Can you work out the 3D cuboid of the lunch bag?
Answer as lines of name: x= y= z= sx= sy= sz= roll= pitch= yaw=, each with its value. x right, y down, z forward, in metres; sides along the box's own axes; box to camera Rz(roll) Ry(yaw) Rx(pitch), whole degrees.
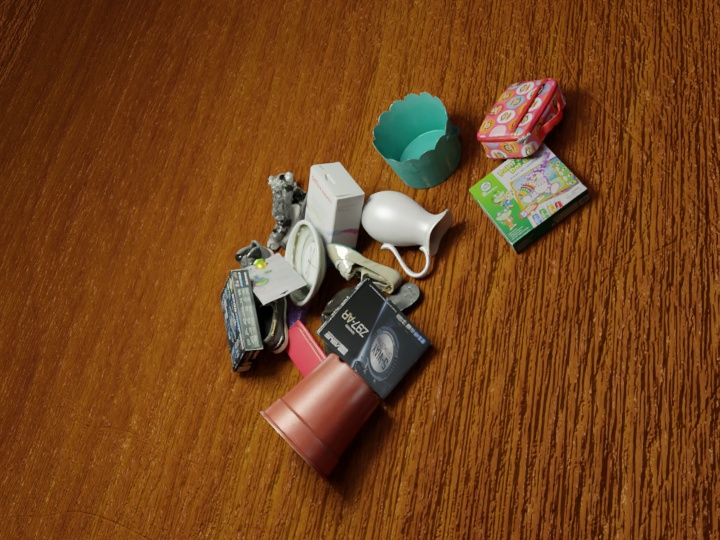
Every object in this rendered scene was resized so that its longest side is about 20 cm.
lunch bag: x=0.376 y=-0.344 z=1.681 sx=0.174 sy=0.082 sz=0.202 roll=8 pitch=56 yaw=48

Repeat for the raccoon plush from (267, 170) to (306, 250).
raccoon plush: x=-0.226 y=-0.170 z=1.970 sx=0.201 sy=0.097 sz=0.133 roll=-53 pitch=42 yaw=-7

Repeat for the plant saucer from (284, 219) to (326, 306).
plant saucer: x=-0.123 y=-0.017 z=1.761 sx=0.199 sy=0.049 sz=0.205 roll=-13 pitch=75 yaw=61

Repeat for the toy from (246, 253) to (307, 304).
toy: x=-0.209 y=0.031 z=1.775 sx=0.113 sy=0.048 sz=0.200 roll=-25 pitch=34 yaw=-15

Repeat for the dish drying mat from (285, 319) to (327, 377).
dish drying mat: x=-0.115 y=0.207 z=1.699 sx=0.077 sy=0.018 sz=0.201 roll=-51 pitch=54 yaw=15

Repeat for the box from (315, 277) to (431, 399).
box: x=0.028 y=0.142 z=1.563 sx=0.160 sy=0.200 sz=0.044 roll=-46 pitch=7 yaw=-7

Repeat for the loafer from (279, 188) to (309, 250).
loafer: x=-0.152 y=-0.143 z=1.902 sx=0.202 sy=0.072 sz=0.073 roll=-55 pitch=7 yaw=-16

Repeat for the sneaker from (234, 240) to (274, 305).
sneaker: x=-0.290 y=0.015 z=1.875 sx=0.074 sy=0.116 sz=0.204 roll=-1 pitch=61 yaw=30

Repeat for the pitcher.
pitcher: x=0.095 y=-0.087 z=1.713 sx=0.197 sy=0.121 sz=0.175 roll=20 pitch=86 yaw=26

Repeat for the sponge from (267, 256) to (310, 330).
sponge: x=-0.169 y=0.056 z=1.833 sx=0.109 sy=0.030 sz=0.204 roll=0 pitch=63 yaw=31

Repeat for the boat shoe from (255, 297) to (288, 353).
boat shoe: x=-0.218 y=0.100 z=1.772 sx=0.071 sy=0.060 sz=0.204 roll=-32 pitch=47 yaw=18

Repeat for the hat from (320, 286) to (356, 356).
hat: x=-0.038 y=0.125 z=1.634 sx=0.198 sy=0.080 sz=0.206 roll=-12 pitch=71 yaw=39

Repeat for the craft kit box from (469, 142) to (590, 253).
craft kit box: x=0.370 y=-0.169 z=1.635 sx=0.199 sy=0.049 sz=0.199 roll=-37 pitch=47 yaw=6

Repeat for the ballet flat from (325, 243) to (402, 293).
ballet flat: x=0.000 y=0.000 z=1.694 sx=0.196 sy=0.070 sz=0.071 roll=21 pitch=72 yaw=10

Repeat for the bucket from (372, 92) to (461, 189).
bucket: x=0.144 y=-0.311 z=1.796 sx=0.203 sy=0.135 sz=0.211 roll=-14 pitch=57 yaw=23

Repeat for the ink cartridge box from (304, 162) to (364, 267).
ink cartridge box: x=-0.066 y=-0.135 z=1.774 sx=0.083 sy=0.203 sz=0.145 roll=-13 pitch=44 yaw=-26

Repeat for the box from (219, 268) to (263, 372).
box: x=-0.287 y=0.121 z=1.763 sx=0.045 sy=0.159 sz=0.204 roll=-5 pitch=67 yaw=-23

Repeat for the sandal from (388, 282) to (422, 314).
sandal: x=0.052 y=0.100 z=1.664 sx=0.200 sy=0.043 sz=0.076 roll=-47 pitch=50 yaw=-1

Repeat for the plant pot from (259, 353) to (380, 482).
plant pot: x=-0.074 y=0.293 z=1.538 sx=0.195 sy=0.202 sz=0.200 roll=-46 pitch=49 yaw=-12
